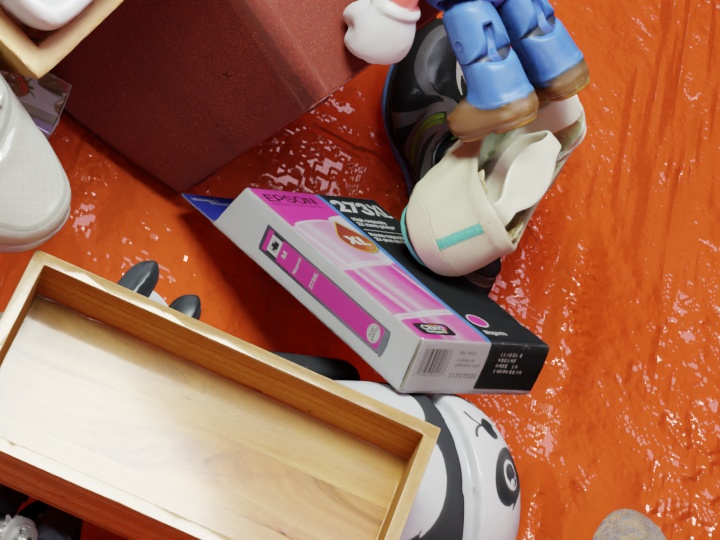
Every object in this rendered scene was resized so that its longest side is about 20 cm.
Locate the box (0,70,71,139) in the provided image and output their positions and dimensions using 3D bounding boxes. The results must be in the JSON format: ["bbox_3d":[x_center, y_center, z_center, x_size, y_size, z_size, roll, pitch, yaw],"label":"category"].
[{"bbox_3d":[-0.245,-0.119,1.273,0.200,0.041,0.039,29,48,-15],"label":"box"}]

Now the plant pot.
[{"bbox_3d":[-0.072,-0.162,1.324,0.177,0.200,0.200,54,46,-5],"label":"plant pot"}]

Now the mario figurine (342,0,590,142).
[{"bbox_3d":[0.041,-0.171,1.273,0.201,0.106,0.123,68,21,-12],"label":"mario figurine"}]

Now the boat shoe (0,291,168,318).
[{"bbox_3d":[-0.159,0.048,1.198,0.200,0.066,0.072,-21,73,-41],"label":"boat shoe"}]

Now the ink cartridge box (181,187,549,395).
[{"bbox_3d":[0.000,0.000,1.287,0.094,0.037,0.200,4,25,-44],"label":"ink cartridge box"}]

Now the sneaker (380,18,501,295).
[{"bbox_3d":[0.057,-0.062,1.406,0.071,0.083,0.200,17,52,-24],"label":"sneaker"}]

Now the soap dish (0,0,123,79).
[{"bbox_3d":[-0.171,-0.199,1.124,0.200,0.081,0.157,45,61,-7],"label":"soap dish"}]

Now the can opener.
[{"bbox_3d":[-0.138,0.080,1.141,0.063,0.079,0.200,38,68,-27],"label":"can opener"}]

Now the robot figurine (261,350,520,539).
[{"bbox_3d":[-0.016,0.113,1.206,0.199,0.125,0.151,4,85,-32],"label":"robot figurine"}]

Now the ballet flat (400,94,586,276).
[{"bbox_3d":[0.086,-0.064,1.322,0.069,0.069,0.200,38,41,-5],"label":"ballet flat"}]

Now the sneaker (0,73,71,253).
[{"bbox_3d":[-0.196,-0.088,1.080,0.200,0.081,0.075,49,60,-15],"label":"sneaker"}]

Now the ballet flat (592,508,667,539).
[{"bbox_3d":[0.151,0.201,1.301,0.068,0.067,0.201,25,49,-18],"label":"ballet flat"}]

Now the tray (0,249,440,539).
[{"bbox_3d":[-0.074,0.077,1.106,0.199,0.037,0.099,24,58,-1],"label":"tray"}]
